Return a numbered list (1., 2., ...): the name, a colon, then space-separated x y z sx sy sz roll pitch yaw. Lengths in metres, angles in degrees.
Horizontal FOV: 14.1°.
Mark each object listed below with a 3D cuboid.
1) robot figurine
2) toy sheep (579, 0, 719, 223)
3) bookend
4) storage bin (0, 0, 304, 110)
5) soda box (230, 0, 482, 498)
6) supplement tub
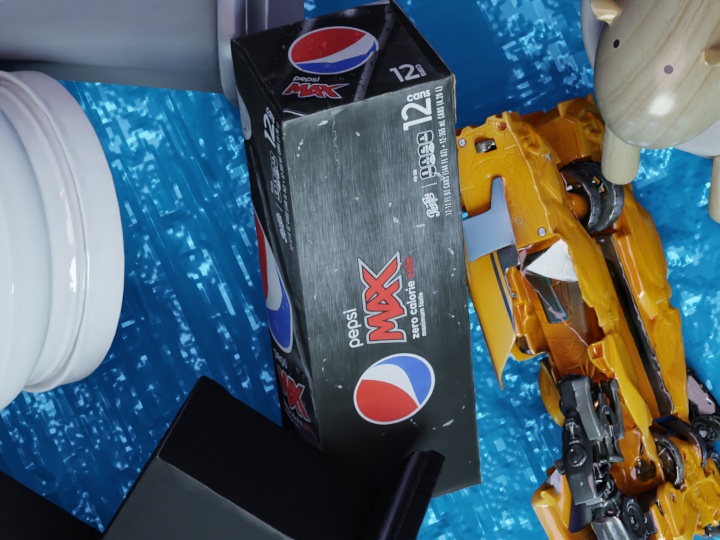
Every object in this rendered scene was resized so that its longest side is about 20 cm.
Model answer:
1. robot figurine: 0.092 0.033 1.162 0.058 0.145 0.201 -18 89 27
2. toy sheep: 0.154 -0.104 1.135 0.138 0.138 0.200 50 46 -1
3. bookend: -0.107 0.113 1.113 0.200 0.092 0.199 31 114 -2
4. storage bin: -0.094 -0.160 1.152 0.134 0.146 0.201 -1 87 6
5. soda box: 0.000 0.000 1.122 0.070 0.063 0.201 -16 128 -13
6. supplement tub: -0.203 -0.002 1.082 0.199 0.140 0.141 -10 88 -33
